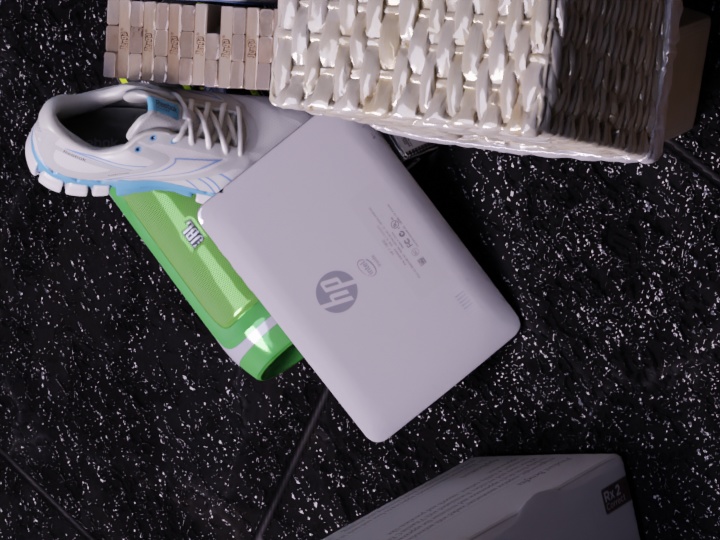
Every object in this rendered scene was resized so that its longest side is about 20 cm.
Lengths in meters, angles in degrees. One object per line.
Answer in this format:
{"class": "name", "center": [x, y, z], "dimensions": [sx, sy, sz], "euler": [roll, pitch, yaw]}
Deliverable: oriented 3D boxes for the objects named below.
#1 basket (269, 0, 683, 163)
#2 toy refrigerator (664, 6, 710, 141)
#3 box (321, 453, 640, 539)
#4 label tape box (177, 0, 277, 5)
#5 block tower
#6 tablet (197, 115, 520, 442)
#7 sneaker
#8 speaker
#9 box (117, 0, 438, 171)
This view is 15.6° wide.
{"class": "basket", "center": [0.071, -0.173, 1.517], "dimensions": [0.197, 0.161, 0.201], "euler": [9, 92, 29]}
{"class": "toy refrigerator", "center": [0.112, -0.145, 1.634], "dimensions": [0.199, 0.070, 0.076], "euler": [23, 119, 31]}
{"class": "box", "center": [0.087, 0.242, 1.704], "dimensions": [0.130, 0.198, 0.201], "euler": [-5, 102, 41]}
{"class": "label tape box", "center": [-0.152, -0.208, 1.685], "dimensions": [0.143, 0.199, 0.067], "euler": [9, 95, 45]}
{"class": "block tower", "center": [-0.077, -0.144, 1.692], "dimensions": [0.199, 0.058, 0.054], "euler": [6, 95, 32]}
{"class": "tablet", "center": [0.000, 0.000, 1.725], "dimensions": [0.130, 0.014, 0.200], "euler": [-38, 100, -2]}
{"class": "sneaker", "center": [-0.119, -0.088, 1.714], "dimensions": [0.087, 0.199, 0.075], "euler": [110, 156, -69]}
{"class": "speaker", "center": [-0.099, -0.026, 1.785], "dimensions": [0.200, 0.088, 0.088], "euler": [53, 130, 11]}
{"class": "box", "center": [-0.065, -0.117, 1.808], "dimensions": [0.193, 0.047, 0.201], "euler": [-39, 80, 43]}
